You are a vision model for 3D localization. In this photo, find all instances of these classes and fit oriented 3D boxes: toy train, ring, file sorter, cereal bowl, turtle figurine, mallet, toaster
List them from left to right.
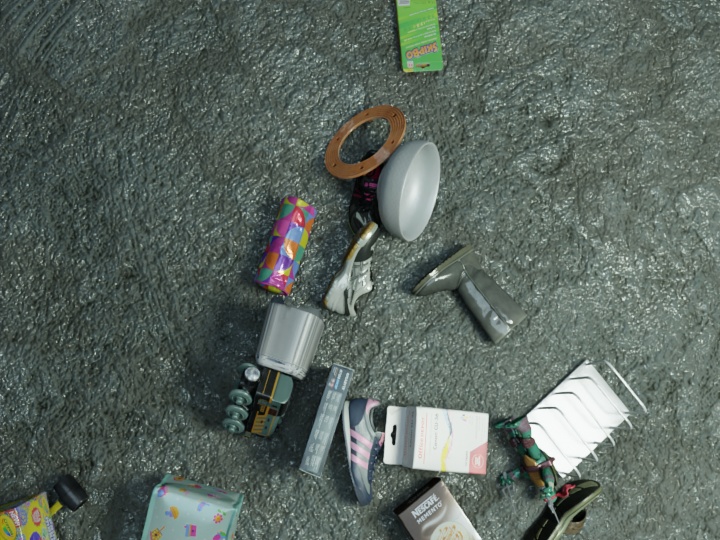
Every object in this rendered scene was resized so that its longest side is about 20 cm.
[{"bbox_3d":[-0.618,0.474,1.332,0.198,0.041,0.066,-37,83,-6],"label":"mallet"},{"bbox_3d":[-0.196,0.255,1.325,0.111,0.202,0.087,19,47,-3],"label":"toy train"},{"bbox_3d":[-0.136,0.133,1.342,0.111,0.200,0.133,15,77,3],"label":"toaster"},{"bbox_3d":[0.011,-0.269,1.468,0.196,0.019,0.204,-21,44,22],"label":"ring"},{"bbox_3d":[0.090,-0.169,1.431,0.082,0.200,0.204,16,76,26],"label":"cereal bowl"},{"bbox_3d":[0.332,0.387,1.354,0.099,0.149,0.204,-18,80,-33],"label":"turtle figurine"},{"bbox_3d":[0.443,0.292,1.379,0.199,0.125,0.140,-39,83,-10],"label":"file sorter"}]

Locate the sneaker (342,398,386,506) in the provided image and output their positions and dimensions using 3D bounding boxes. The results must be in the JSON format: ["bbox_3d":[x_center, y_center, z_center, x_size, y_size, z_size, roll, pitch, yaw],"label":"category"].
[{"bbox_3d":[0.015,0.353,1.366,0.080,0.070,0.206,-10,80,7],"label":"sneaker"}]

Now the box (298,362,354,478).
[{"bbox_3d":[-0.066,0.285,1.335,0.045,0.159,0.205,18,77,0],"label":"box"}]

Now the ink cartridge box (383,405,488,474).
[{"bbox_3d":[0.148,0.330,1.363,0.194,0.067,0.120,8,78,-15],"label":"ink cartridge box"}]

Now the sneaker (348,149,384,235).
[{"bbox_3d":[0.013,-0.161,1.470,0.074,0.084,0.206,3,78,-2],"label":"sneaker"}]

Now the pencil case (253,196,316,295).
[{"bbox_3d":[-0.154,-0.052,1.442,0.086,0.089,0.205,18,76,1],"label":"pencil case"}]

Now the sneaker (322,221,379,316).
[{"bbox_3d":[0.000,0.000,1.431,0.086,0.076,0.203,27,104,-7],"label":"sneaker"}]

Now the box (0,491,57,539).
[{"bbox_3d":[-0.655,0.539,1.253,0.188,0.122,0.205,-18,86,-1],"label":"box"}]

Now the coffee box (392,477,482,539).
[{"bbox_3d":[0.165,0.519,1.339,0.113,0.080,0.202,-34,82,-10],"label":"coffee box"}]

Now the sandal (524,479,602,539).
[{"bbox_3d":[0.400,0.492,1.368,0.057,0.080,0.201,44,86,-11],"label":"sandal"}]

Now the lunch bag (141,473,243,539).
[{"bbox_3d":[-0.323,0.508,1.297,0.166,0.122,0.206,16,86,-2],"label":"lunch bag"}]

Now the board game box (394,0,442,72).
[{"bbox_3d":[0.132,-0.544,1.585,0.093,0.030,0.206,-4,76,-3],"label":"board game box"}]

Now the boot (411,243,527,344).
[{"bbox_3d":[0.225,0.067,1.449,0.180,0.073,0.203,-33,88,-7],"label":"boot"}]
